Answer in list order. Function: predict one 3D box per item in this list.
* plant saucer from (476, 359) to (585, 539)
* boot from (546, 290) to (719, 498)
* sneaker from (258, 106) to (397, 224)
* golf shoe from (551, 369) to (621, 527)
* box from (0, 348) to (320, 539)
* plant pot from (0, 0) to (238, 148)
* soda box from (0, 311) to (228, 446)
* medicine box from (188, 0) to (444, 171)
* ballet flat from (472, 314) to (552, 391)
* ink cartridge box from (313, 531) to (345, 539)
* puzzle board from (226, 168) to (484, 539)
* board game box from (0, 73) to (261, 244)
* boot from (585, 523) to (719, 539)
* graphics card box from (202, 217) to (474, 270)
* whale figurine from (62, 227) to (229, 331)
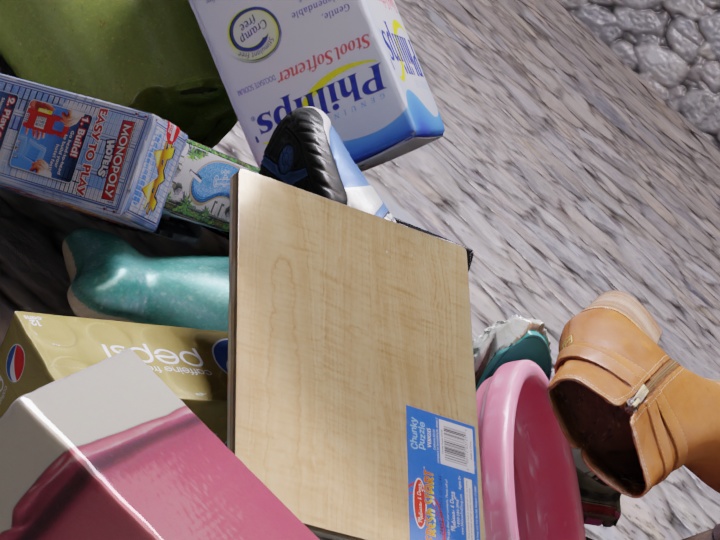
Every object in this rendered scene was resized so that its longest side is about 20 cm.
[{"bbox_3d":[0.092,0.156,1.181,0.200,0.051,0.202,-8,90,-74],"label":"plant saucer"},{"bbox_3d":[0.199,0.110,1.258,0.200,0.074,0.155,41,26,1],"label":"boot"},{"bbox_3d":[0.000,0.000,1.128,0.077,0.076,0.201,-10,75,-39],"label":"sneaker"},{"bbox_3d":[0.145,0.106,1.407,0.072,0.093,0.200,11,13,-22],"label":"golf shoe"},{"bbox_3d":[-0.088,0.153,0.836,0.200,0.128,0.109,43,20,8],"label":"box"},{"bbox_3d":[-0.170,-0.168,1.341,0.200,0.200,0.191,8,51,-59],"label":"plant pot"},{"bbox_3d":[-0.094,0.073,1.029,0.199,0.064,0.068,6,31,-38],"label":"soda box"},{"bbox_3d":[-0.034,-0.160,1.275,0.182,0.103,0.201,-29,96,-81],"label":"medicine box"},{"bbox_3d":[0.082,0.087,1.287,0.071,0.200,0.072,-1,49,1],"label":"ballet flat"},{"bbox_3d":[0.024,0.200,1.021,0.200,0.083,0.146,51,22,26],"label":"ink cartridge box"},{"bbox_3d":[-0.004,0.053,1.027,0.150,0.017,0.201,19,52,-28],"label":"puzzle board"},{"bbox_3d":[-0.151,-0.061,1.143,0.199,0.062,0.200,16,-3,45],"label":"board game box"},{"bbox_3d":[0.216,0.201,1.291,0.200,0.146,0.070,39,36,-10],"label":"boot"},{"bbox_3d":[-0.028,-0.027,1.329,0.125,0.051,0.200,15,4,-33],"label":"graphics card box"},{"bbox_3d":[-0.080,0.028,1.162,0.200,0.104,0.159,33,21,-27],"label":"whale figurine"}]
